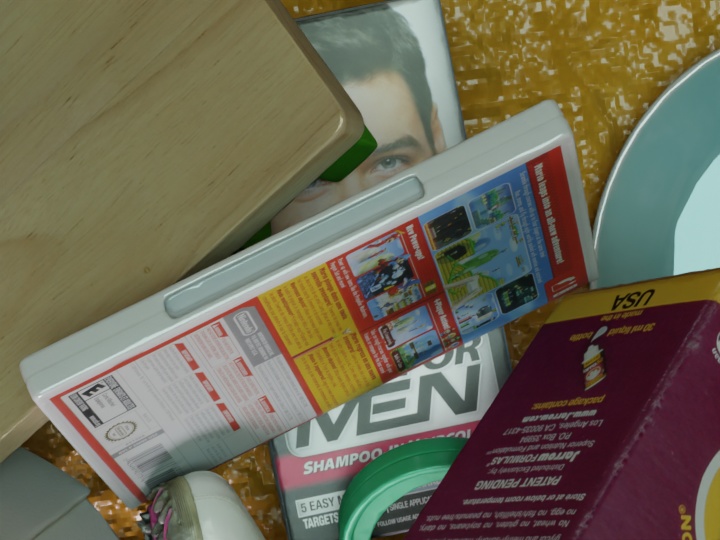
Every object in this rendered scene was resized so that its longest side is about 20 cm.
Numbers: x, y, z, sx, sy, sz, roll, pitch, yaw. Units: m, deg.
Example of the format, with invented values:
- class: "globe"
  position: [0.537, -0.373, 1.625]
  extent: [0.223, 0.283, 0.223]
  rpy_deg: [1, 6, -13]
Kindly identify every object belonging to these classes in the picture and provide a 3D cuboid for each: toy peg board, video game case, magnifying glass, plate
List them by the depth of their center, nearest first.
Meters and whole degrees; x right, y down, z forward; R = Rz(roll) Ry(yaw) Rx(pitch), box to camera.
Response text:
- class: "video game case"
  position: [-0.012, 0.017, 0.931]
  extent: [0.199, 0.143, 0.018]
  rpy_deg: [-26, 68, -1]
- class: "toy peg board"
  position: [-0.110, -0.059, 0.970]
  extent: [0.200, 0.098, 0.200]
  rpy_deg: [-41, 71, 15]
- class: "magnifying glass"
  position: [0.078, 0.120, 1.023]
  extent: [0.199, 0.022, 0.080]
  rpy_deg: [28, 118, -26]
- class: "plate"
  position: [0.188, 0.000, 1.056]
  extent: [0.198, 0.026, 0.202]
  rpy_deg: [0, 95, -4]

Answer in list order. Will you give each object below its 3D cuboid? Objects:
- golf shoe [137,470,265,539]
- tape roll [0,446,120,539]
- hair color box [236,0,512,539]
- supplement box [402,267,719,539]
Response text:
- class: "golf shoe"
  position: [-0.023, 0.149, 1.013]
  extent: [0.092, 0.073, 0.201]
  rpy_deg: [-25, 123, -6]
- class: "tape roll"
  position: [-0.185, 0.168, 0.955]
  extent: [0.201, 0.139, 0.204]
  rpy_deg: [5, 105, 19]
- class: "hair color box"
  position: [0.000, 0.000, 1.027]
  extent: [0.098, 0.061, 0.202]
  rpy_deg: [-12, 94, -2]
- class: "supplement box"
  position: [0.093, 0.116, 0.929]
  extent: [0.131, 0.103, 0.200]
  rpy_deg: [46, 61, -22]
